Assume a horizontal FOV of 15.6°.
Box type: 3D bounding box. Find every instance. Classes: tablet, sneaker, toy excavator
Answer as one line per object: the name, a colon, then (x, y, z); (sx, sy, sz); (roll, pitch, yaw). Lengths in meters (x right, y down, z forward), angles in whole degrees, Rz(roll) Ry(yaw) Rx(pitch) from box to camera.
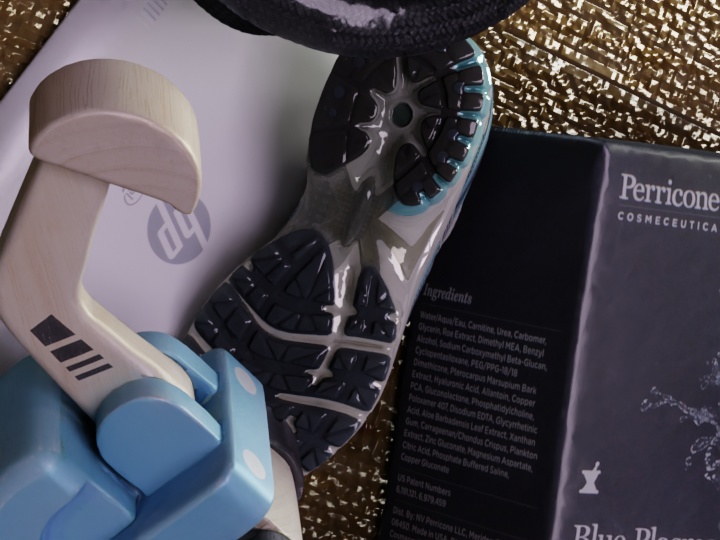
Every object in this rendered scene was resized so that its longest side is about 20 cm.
tablet: (-0.085, -0.030, 0.996); (0.130, 0.014, 0.200); (44, 73, -30)
sneaker: (0.000, 0.000, 1.019); (0.200, 0.078, 0.086); (-60, 167, 7)
toy excavator: (-0.088, 0.048, 0.902); (0.194, 0.100, 0.200); (-37, 121, 18)

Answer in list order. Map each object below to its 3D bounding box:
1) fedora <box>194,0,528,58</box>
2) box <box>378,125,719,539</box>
fedora: (-0.012, -0.153, 0.967); (0.201, 0.092, 0.201); (10, 66, -22)
box: (0.127, 0.050, 1.086); (0.197, 0.117, 0.200); (6, 92, -34)
